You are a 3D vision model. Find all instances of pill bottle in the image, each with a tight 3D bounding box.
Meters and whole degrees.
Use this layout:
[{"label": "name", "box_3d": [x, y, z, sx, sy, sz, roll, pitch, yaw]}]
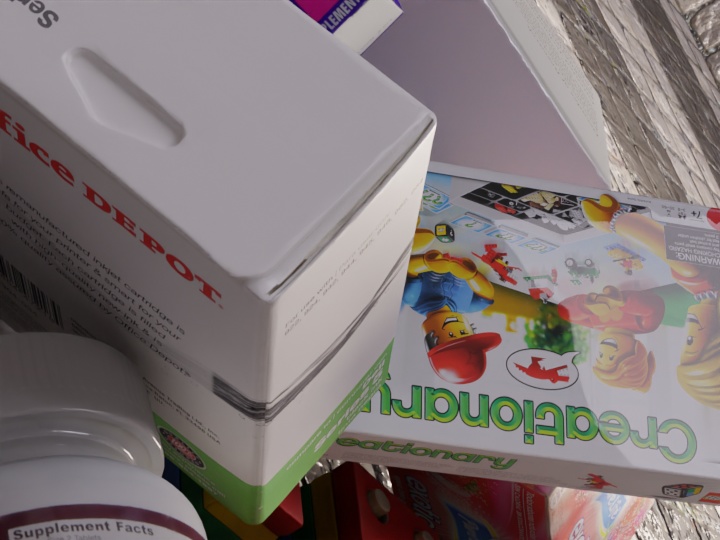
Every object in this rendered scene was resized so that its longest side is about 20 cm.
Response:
[{"label": "pill bottle", "box_3d": [-0.090, 0.125, 0.555, 0.109, 0.109, 0.201, 35, 30, -50]}]

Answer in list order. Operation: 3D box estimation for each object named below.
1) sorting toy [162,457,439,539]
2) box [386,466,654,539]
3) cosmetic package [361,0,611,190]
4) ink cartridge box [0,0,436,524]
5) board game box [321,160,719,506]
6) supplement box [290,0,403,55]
[{"label": "sorting toy", "box_3d": [-0.026, 0.145, 0.749, 0.200, 0.069, 0.199, 46, 23, -35]}, {"label": "box", "box_3d": [0.080, 0.087, 0.896, 0.094, 0.103, 0.200, 29, -23, 22]}, {"label": "cosmetic package", "box_3d": [0.031, -0.097, 1.089, 0.167, 0.167, 0.200, 54, 15, -14]}, {"label": "ink cartridge box", "box_3d": [-0.061, -0.018, 0.626, 0.145, 0.084, 0.200, 38, -23, 13]}, {"label": "board game box", "box_3d": [0.063, 0.023, 0.770, 0.199, 0.035, 0.127, 8, 63, -14]}, {"label": "supplement box", "box_3d": [-0.087, -0.161, 0.868, 0.200, 0.101, 0.103, 46, 6, 4]}]
